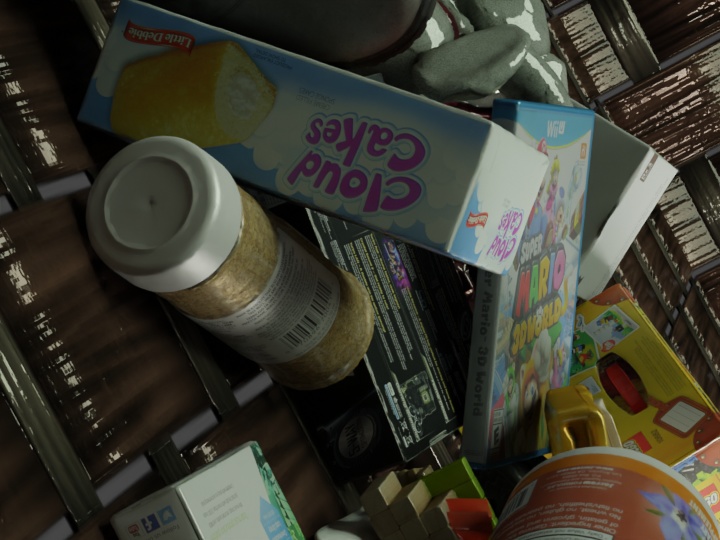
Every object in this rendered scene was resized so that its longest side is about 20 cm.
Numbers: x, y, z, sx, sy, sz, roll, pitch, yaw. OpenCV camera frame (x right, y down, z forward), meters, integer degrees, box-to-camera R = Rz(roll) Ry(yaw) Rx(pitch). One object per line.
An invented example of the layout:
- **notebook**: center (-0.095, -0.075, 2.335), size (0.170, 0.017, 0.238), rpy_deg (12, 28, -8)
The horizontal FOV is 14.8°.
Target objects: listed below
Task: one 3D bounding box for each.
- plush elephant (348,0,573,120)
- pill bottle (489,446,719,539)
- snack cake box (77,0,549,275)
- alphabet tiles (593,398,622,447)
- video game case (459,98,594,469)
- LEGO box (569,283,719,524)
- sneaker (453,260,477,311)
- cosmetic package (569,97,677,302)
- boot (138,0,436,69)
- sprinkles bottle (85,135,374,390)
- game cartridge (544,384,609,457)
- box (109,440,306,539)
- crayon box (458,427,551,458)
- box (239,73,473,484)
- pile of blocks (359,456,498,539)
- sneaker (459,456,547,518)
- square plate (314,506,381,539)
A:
- **plush elephant**: center (0.038, -0.120, 1.634), size (0.155, 0.200, 0.165), rpy_deg (-20, 42, -40)
- **pill bottle**: center (0.097, 0.177, 1.271), size (0.112, 0.112, 0.200), rpy_deg (58, 29, -18)
- **snack cake box**: center (-0.021, -0.064, 1.347), size (0.200, 0.067, 0.115), rpy_deg (20, -2, 18)
- **alphabet tiles**: center (0.162, 0.172, 1.626), size (0.196, 0.015, 0.200), rpy_deg (138, -67, -84)
- **video game case**: center (0.095, 0.006, 1.556), size (0.143, 0.018, 0.200), rpy_deg (-3, 98, -68)
- **LEGO box**: center (0.197, 0.123, 1.762), size (0.149, 0.077, 0.200), rpy_deg (57, 2, -30)
- **sneaker**: center (0.046, -0.005, 1.659), size (0.076, 0.115, 0.200), rpy_deg (64, 12, 7)
- **cosmetic package**: center (0.094, -0.077, 1.830), size (0.200, 0.113, 0.081), rpy_deg (35, 4, 19)
- **boot**: center (-0.073, -0.145, 1.330), size (0.132, 0.200, 0.070), rpy_deg (16, 81, -53)
- **sprinkles bottle**: center (-0.059, 0.000, 1.328), size (0.200, 0.068, 0.068), rpy_deg (40, 25, -62)
- **game cartridge**: center (0.127, 0.152, 1.479), size (0.200, 0.032, 0.176), rpy_deg (-18, 98, -85)
- **box**: center (-0.028, 0.174, 1.154), size (0.200, 0.036, 0.144), rpy_deg (64, 12, 1)
- **crayon box**: center (0.113, 0.116, 1.831), size (0.200, 0.051, 0.127), rpy_deg (58, 13, -18)
- **box**: center (0.000, 0.000, 1.503), size (0.160, 0.044, 0.200), rpy_deg (-26, 95, -66)
- **pile of blocks**: center (0.065, 0.134, 1.430), size (0.082, 0.062, 0.200), rpy_deg (68, 13, 23)
- **sneaker**: center (0.122, 0.186, 1.658), size (0.199, 0.076, 0.114), rpy_deg (57, 19, -1)
- **square plate**: center (0.050, 0.206, 1.428), size (0.198, 0.028, 0.200), rpy_deg (63, 12, 3)
